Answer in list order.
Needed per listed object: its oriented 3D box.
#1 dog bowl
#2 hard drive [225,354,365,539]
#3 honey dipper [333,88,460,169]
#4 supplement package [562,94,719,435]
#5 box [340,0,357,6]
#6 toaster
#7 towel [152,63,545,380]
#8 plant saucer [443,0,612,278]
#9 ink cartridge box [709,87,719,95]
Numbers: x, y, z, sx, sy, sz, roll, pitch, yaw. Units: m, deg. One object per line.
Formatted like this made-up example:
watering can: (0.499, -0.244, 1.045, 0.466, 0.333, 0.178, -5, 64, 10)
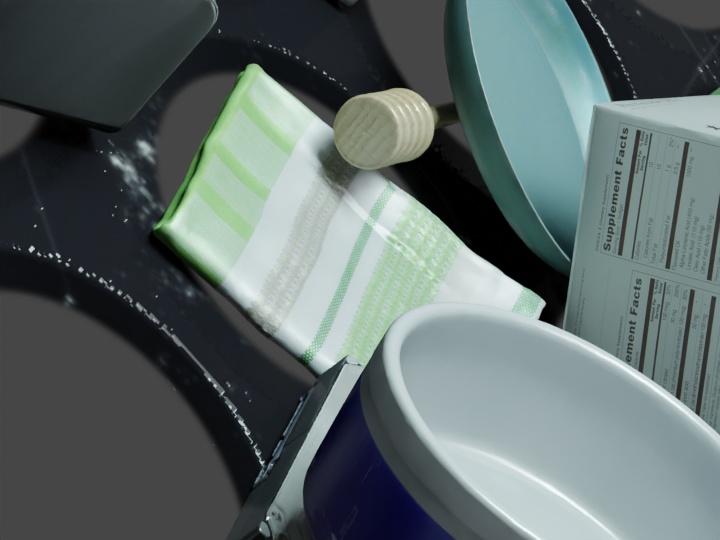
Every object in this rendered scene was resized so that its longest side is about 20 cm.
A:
dog bowl: (0.079, 0.105, 1.211, 0.200, 0.079, 0.200, 26, 24, -13)
hard drive: (0.037, 0.147, 1.326, 0.200, 0.038, 0.140, 43, 36, -10)
honey dipper: (0.043, -0.079, 1.513, 0.038, 0.038, 0.200, 57, 23, 8)
supplement package: (0.213, -0.007, 1.524, 0.200, 0.111, 0.156, -7, 108, -49)
box: (-0.011, -0.296, 1.544, 0.199, 0.171, 0.200, 37, 38, -20)
toaster: (-0.173, -0.176, 1.308, 0.200, 0.119, 0.181, 13, 49, -41)
towel: (0.000, 0.000, 1.420, 0.200, 0.031, 0.149, 41, 36, -15)
plant saucer: (0.093, -0.082, 1.550, 0.200, 0.027, 0.200, 47, 32, -42)
ink cartridge box: (0.253, -0.029, 1.660, 0.059, 0.104, 0.200, -10, 67, -52)
